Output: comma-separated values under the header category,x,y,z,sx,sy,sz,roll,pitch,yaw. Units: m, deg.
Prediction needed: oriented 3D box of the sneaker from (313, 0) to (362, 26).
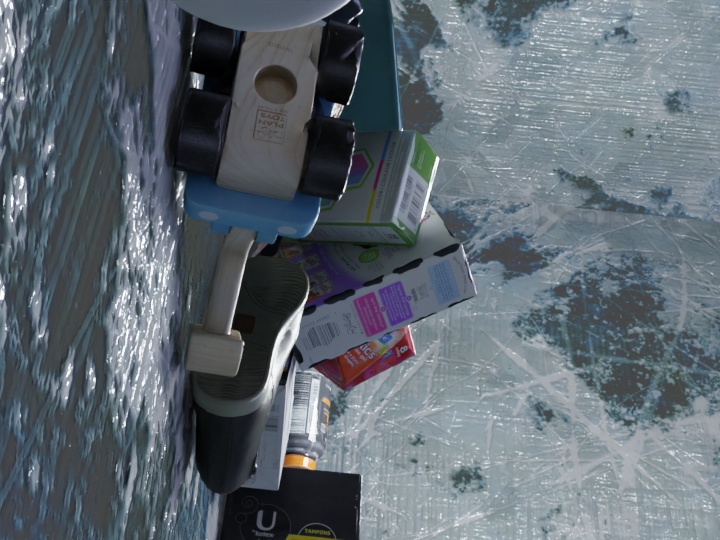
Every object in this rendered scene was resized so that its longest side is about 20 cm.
category,x,y,z,sx,sy,sz,roll,pitch,yaw
sneaker,-0.028,-0.232,0.725,0.079,0.129,0.200,122,-27,-86

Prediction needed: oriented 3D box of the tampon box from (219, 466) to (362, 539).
category,x,y,z,sx,sy,sz,roll,pitch,yaw
tampon box,-0.080,0.331,1.239,0.200,0.149,0.127,96,-2,-45

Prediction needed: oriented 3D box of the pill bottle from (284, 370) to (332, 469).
category,x,y,z,sx,sy,sz,roll,pitch,yaw
pill bottle,-0.118,0.313,2.208,0.106,0.106,0.201,97,-2,-61

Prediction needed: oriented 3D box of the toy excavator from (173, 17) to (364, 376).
category,x,y,z,sx,sy,sz,roll,pitch,yaw
toy excavator,-0.070,-0.045,0.696,0.200,0.100,0.195,121,-23,-68

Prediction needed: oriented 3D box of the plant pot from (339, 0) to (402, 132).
category,x,y,z,sx,sy,sz,roll,pitch,yaw
plant pot,-0.033,-0.235,1.065,0.141,0.141,0.201,-92,180,-82

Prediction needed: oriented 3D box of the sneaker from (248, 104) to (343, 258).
category,x,y,z,sx,sy,sz,roll,pitch,yaw
sneaker,-0.078,-0.108,0.952,0.200,0.080,0.071,-63,176,12

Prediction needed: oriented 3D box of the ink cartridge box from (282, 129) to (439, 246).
category,x,y,z,sx,sy,sz,roll,pitch,yaw
ink cartridge box,-0.026,-0.086,1.148,0.059,0.199,0.104,40,60,-50

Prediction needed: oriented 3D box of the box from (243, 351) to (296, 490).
category,x,y,z,sx,sy,sz,roll,pitch,yaw
box,-0.107,0.150,1.197,0.200,0.060,0.117,-87,-177,-79

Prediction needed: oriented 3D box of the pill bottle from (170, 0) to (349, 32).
category,x,y,z,sx,sy,sz,roll,pitch,yaw
pill bottle,-0.037,-0.193,0.477,0.200,0.113,0.113,-87,-177,-55

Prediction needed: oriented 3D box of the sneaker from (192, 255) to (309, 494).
category,x,y,z,sx,sy,sz,roll,pitch,yaw
sneaker,-0.095,0.076,0.876,0.200,0.075,0.107,-71,174,-54

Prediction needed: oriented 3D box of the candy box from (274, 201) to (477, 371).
category,x,y,z,sx,sy,sz,roll,pitch,yaw
candy box,0.000,0.000,1.166,0.168,0.199,0.072,-119,-174,-58

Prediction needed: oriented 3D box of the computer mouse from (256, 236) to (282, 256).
category,x,y,z,sx,sy,sz,roll,pitch,yaw
computer mouse,-0.098,-0.030,1.060,0.200,0.046,0.141,120,-26,-59

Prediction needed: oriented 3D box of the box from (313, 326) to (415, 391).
category,x,y,z,sx,sy,sz,roll,pitch,yaw
box,-0.031,0.053,1.293,0.200,0.099,0.096,27,-43,59
